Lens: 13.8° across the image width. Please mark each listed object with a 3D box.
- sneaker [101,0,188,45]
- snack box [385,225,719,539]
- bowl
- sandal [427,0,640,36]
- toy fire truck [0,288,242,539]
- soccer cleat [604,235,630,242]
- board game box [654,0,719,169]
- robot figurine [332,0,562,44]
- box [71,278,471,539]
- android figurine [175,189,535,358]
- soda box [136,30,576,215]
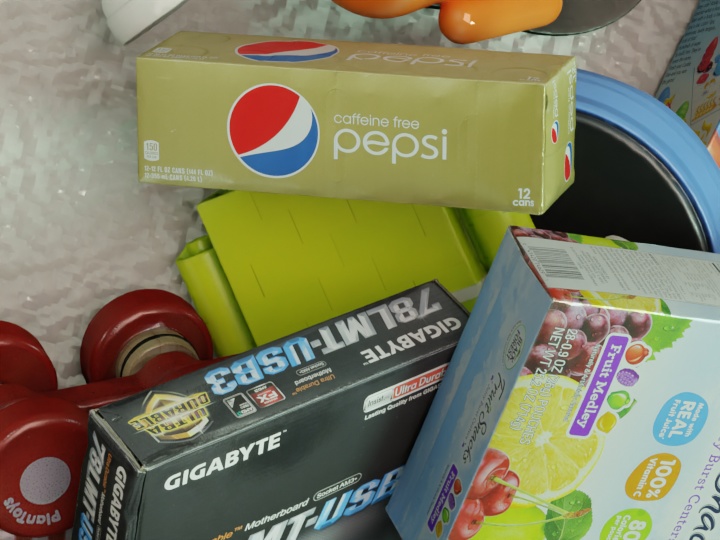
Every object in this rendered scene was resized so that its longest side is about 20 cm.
[{"bbox_3d":[-0.085,-0.211,1.493,0.116,0.074,0.200,48,65,-10],"label":"sneaker"},{"bbox_3d":[0.136,0.074,1.393,0.200,0.068,0.169,6,122,-26],"label":"snack box"},{"bbox_3d":[0.091,-0.003,1.499,0.200,0.039,0.201,5,111,13],"label":"bowl"},{"bbox_3d":[0.070,-0.163,1.554,0.200,0.045,0.075,0,87,-19],"label":"sandal"},{"bbox_3d":[-0.125,0.112,1.459,0.200,0.112,0.168,-11,118,-20],"label":"toy fire truck"},{"bbox_3d":[0.092,0.066,1.458,0.085,0.069,0.200,33,113,-23],"label":"soccer cleat"},{"bbox_3d":[0.224,-0.086,1.574,0.103,0.105,0.200,29,80,-17],"label":"board game box"},{"bbox_3d":[0.040,-0.194,1.459,0.200,0.144,0.117,-23,141,-37],"label":"robot figurine"},{"bbox_3d":[-0.045,0.116,1.406,0.200,0.199,0.050,-21,53,-33],"label":"box"},{"bbox_3d":[0.000,0.000,1.480,0.182,0.041,0.200,-22,99,21],"label":"android figurine"},{"bbox_3d":[-0.001,-0.071,1.403,0.200,0.068,0.064,4,107,16],"label":"soda box"}]
